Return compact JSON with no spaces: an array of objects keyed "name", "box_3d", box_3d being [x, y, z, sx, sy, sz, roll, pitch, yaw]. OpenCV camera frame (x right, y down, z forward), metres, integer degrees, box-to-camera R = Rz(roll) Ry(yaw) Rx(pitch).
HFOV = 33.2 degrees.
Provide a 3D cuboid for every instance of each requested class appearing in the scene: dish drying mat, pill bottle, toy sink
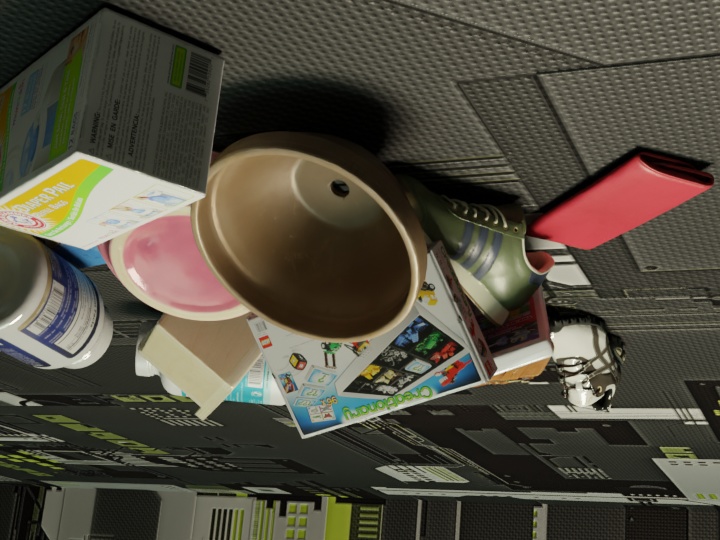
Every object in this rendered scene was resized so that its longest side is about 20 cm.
[{"name":"dish drying mat","box_3d":[0.222,-0.058,1.064,0.076,0.018,0.200,11,162,-17]},{"name":"pill bottle","box_3d":[-0.185,0.110,1.550,0.199,0.111,0.111,6,162,-2]},{"name":"pill bottle","box_3d":[-0.328,0.037,1.221,0.110,0.112,0.200,1,162,13]},{"name":"toy sink","box_3d":[-0.160,0.066,1.322,0.112,0.131,0.200,40,157,-2]}]

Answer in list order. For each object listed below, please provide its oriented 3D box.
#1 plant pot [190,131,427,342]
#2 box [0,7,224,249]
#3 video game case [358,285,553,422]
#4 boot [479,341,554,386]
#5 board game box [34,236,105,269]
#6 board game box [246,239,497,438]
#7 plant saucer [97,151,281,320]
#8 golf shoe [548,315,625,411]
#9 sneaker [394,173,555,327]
[{"name":"plant pot","box_3d":[-0.032,-0.044,0.995,0.200,0.093,0.202,14,134,14]},{"name":"box","box_3d":[-0.200,-0.097,0.904,0.101,0.113,0.200,18,160,-34]},{"name":"video game case","box_3d":[0.088,0.069,1.193,0.199,0.023,0.182,-20,-161,12]},{"name":"boot","box_3d":[0.148,0.095,1.357,0.154,0.077,0.200,2,159,-14]},{"name":"board game box","box_3d":[-0.343,-0.051,1.204,0.152,0.041,0.200,-10,157,39]},{"name":"board game box","box_3d":[0.008,0.065,1.079,0.199,0.127,0.035,-20,-171,27]},{"name":"plant saucer","box_3d":[-0.149,-0.021,1.099,0.199,0.051,0.201,4,137,4]},{"name":"golf shoe","box_3d":[0.270,0.114,1.468,0.077,0.095,0.200,-7,158,36]},{"name":"sneaker","box_3d":[0.104,-0.038,1.097,0.090,0.067,0.200,-39,125,7]}]
